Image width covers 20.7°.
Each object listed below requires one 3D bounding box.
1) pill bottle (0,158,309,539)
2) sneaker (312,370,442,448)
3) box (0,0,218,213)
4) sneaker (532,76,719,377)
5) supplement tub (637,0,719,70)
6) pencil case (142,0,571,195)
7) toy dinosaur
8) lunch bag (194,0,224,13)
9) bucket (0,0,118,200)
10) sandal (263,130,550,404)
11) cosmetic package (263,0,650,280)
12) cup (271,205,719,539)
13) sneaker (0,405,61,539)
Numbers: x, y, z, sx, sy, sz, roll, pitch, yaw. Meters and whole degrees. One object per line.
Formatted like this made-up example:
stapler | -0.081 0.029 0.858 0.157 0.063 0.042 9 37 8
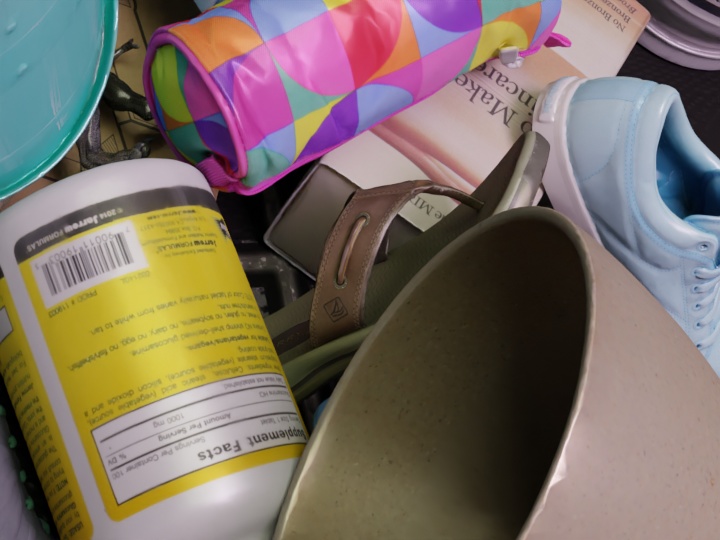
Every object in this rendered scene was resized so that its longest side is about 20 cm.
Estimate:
pill bottle | -0.083 0.065 0.824 0.111 0.112 0.202 -15 75 -28
sneaker | 0.066 0.059 0.874 0.199 0.083 0.071 -6 64 -49
box | -0.139 -0.087 0.950 0.162 0.021 0.202 19 59 -13
sneaker | 0.155 -0.009 0.946 0.200 0.081 0.074 53 54 -34
supplement tub | 0.218 -0.212 1.054 0.139 0.200 0.142 9 61 -17
pencil case | 0.003 -0.103 0.880 0.199 0.088 0.089 -26 76 -24
toy dinosaur | -0.129 -0.078 0.909 0.087 0.048 0.201 17 59 6
lunch bag | -0.041 -0.210 0.975 0.199 0.127 0.170 -30 73 -42
bucket | -0.202 -0.126 0.839 0.205 0.135 0.209 -2 60 3
sandal | -0.001 0.001 0.859 0.057 0.200 0.080 49 26 -17
cosmetic package | 0.051 -0.072 0.980 0.103 0.087 0.201 34 57 -3
cup | 0.075 0.098 0.717 0.142 0.200 0.202 29 56 -21
sneaker | -0.161 0.104 0.827 0.087 0.074 0.202 13 61 -41
